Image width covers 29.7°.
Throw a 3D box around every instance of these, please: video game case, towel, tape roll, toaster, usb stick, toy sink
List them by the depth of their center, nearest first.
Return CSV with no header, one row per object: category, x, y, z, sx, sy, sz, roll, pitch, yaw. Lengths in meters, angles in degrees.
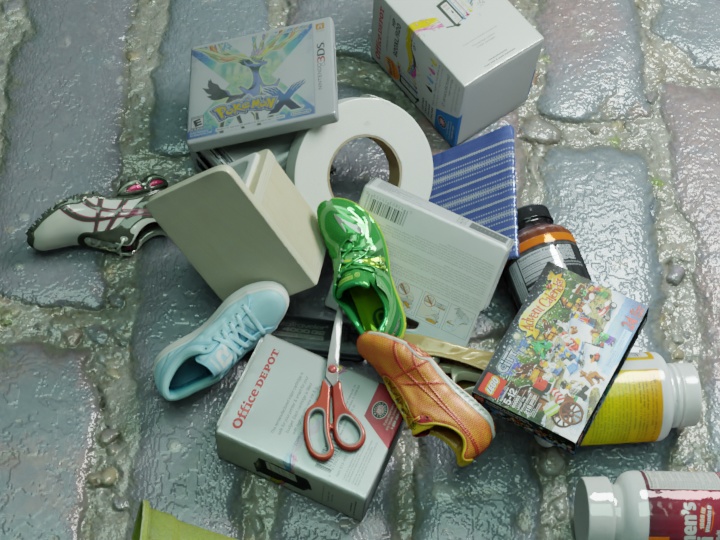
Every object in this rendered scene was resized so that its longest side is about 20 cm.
toy sink,-0.148,-0.065,1.674,0.129,0.200,0.113,-21,34,27
usb stick,-0.086,0.082,1.723,0.198,0.033,0.056,6,53,0
video game case,-0.128,-0.243,1.763,0.198,0.022,0.184,-11,50,9
tape roll,0.000,-0.125,1.767,0.201,0.037,0.205,-3,99,-23
towel,0.147,-0.085,1.784,0.144,0.024,0.202,-20,56,35
toaster,-0.140,-0.155,1.803,0.129,0.114,0.200,-37,70,-17

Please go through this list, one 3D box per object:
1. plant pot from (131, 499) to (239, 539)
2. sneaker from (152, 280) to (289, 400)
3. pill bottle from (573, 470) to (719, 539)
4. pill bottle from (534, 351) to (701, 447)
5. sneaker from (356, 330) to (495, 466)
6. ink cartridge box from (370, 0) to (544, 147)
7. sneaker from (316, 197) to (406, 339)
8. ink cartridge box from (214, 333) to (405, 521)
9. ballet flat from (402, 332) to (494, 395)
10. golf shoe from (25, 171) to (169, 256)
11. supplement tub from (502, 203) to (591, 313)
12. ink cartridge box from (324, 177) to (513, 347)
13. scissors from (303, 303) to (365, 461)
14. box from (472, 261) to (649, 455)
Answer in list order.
plant pot,-0.168,0.367,1.492,0.182,0.201,0.202,10,61,-11
sneaker,-0.164,0.095,1.651,0.199,0.074,0.082,-39,28,8
pill bottle,0.357,0.290,1.591,0.197,0.110,0.111,1,62,-3
pill bottle,0.310,0.157,1.661,0.197,0.110,0.110,-2,62,-4
sneaker,0.068,0.146,1.586,0.200,0.073,0.077,40,68,13
ink cartridge box,0.128,-0.311,1.879,0.144,0.148,0.200,-32,68,-18
sneaker,0.000,0.000,1.665,0.074,0.083,0.202,-26,80,17
ink cartridge box,-0.057,0.188,1.638,0.198,0.083,0.147,23,63,8
ballet flat,0.108,0.123,1.677,0.198,0.069,0.063,8,45,13
golf shoe,-0.333,-0.058,1.761,0.198,0.077,0.089,-20,72,-13
supplement tub,0.241,0.016,1.734,0.106,0.107,0.202,-13,62,-10
ink cartridge box,0.072,0.003,1.722,0.198,0.175,0.044,25,23,10
scissors,-0.041,0.129,1.615,0.072,0.014,0.202,-6,63,-7
box,0.237,0.101,1.603,0.136,0.038,0.201,25,65,18
